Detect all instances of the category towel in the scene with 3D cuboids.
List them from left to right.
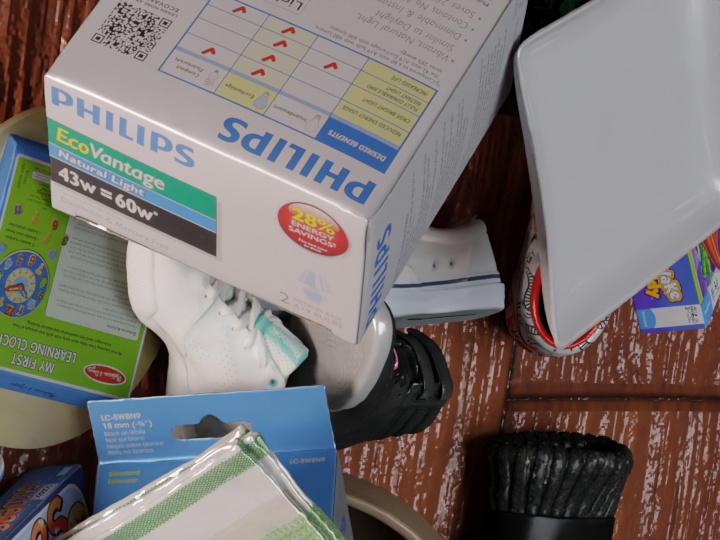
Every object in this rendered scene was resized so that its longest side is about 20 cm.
[{"bbox_3d":[-0.058,0.191,1.575,0.200,0.149,0.031,51,25,-18],"label":"towel"}]

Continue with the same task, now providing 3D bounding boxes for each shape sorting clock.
[{"bbox_3d":[-0.175,0.003,1.599,0.200,0.039,0.200,-14,108,-48],"label":"shape sorting clock"}]

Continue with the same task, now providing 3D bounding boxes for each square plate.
[{"bbox_3d":[0.157,-0.084,1.665,0.198,0.028,0.200,-35,128,-37],"label":"square plate"}]

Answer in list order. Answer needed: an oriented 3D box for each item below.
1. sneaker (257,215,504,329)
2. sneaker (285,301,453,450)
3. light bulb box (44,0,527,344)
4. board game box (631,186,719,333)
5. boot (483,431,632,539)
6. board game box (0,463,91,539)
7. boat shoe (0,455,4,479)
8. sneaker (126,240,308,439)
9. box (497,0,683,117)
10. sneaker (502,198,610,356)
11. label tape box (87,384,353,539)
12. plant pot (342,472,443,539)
[{"bbox_3d":[0.000,0.000,1.741,0.200,0.073,0.071,-3,77,-40],"label":"sneaker"},{"bbox_3d":[0.012,0.051,1.675,0.099,0.200,0.071,-14,71,-21],"label":"sneaker"},{"bbox_3d":[-0.039,-0.100,1.542,0.200,0.198,0.125,-58,165,-32],"label":"light bulb box"},{"bbox_3d":[0.210,-0.067,1.847,0.200,0.045,0.135,-59,138,-55],"label":"board game box"},{"bbox_3d":[0.088,0.189,1.829,0.211,0.079,0.158,-11,114,-49],"label":"boot"},{"bbox_3d":[-0.191,0.203,1.558,0.200,0.034,0.135,-48,130,-67],"label":"board game box"},{"bbox_3d":[-0.277,0.152,1.535,0.200,0.072,0.072,-28,138,-40],"label":"boat shoe"},{"bbox_3d":[-0.074,0.032,1.636,0.075,0.088,0.200,-56,145,-41],"label":"sneaker"},{"bbox_3d":[0.103,-0.199,1.717,0.124,0.149,0.200,-51,128,-20],"label":"box"},{"bbox_3d":[0.143,-0.041,1.808,0.067,0.108,0.201,15,93,-7],"label":"sneaker"},{"bbox_3d":[-0.077,0.171,1.615,0.063,0.144,0.200,-74,157,-61],"label":"label tape box"},{"bbox_3d":[-0.029,0.192,1.706,0.093,0.201,0.201,-74,151,-62],"label":"plant pot"}]
